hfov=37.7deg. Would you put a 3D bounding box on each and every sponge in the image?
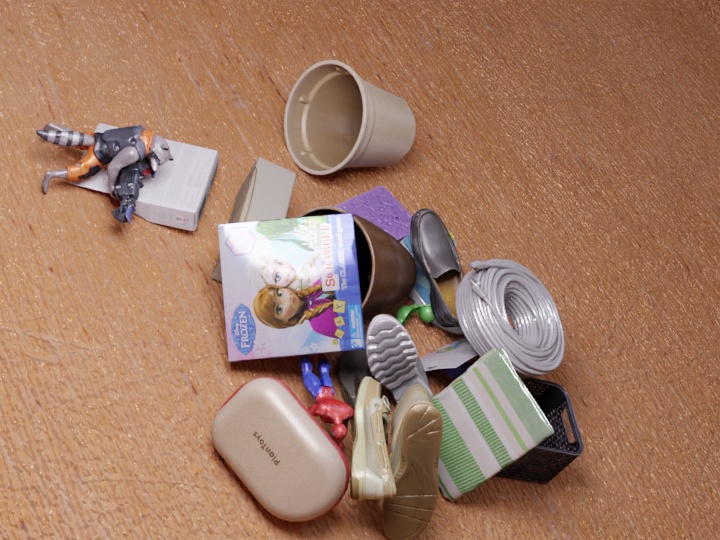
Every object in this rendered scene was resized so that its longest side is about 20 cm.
[{"bbox_3d":[0.011,-0.078,1.849,0.112,0.030,0.200,48,41,13],"label":"sponge"}]

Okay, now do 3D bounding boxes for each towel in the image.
[{"bbox_3d":[0.168,0.227,1.543,0.023,0.200,0.153,11,43,-56],"label":"towel"}]

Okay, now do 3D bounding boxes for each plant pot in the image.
[{"bbox_3d":[0.000,0.000,1.669,0.200,0.187,0.187,3,48,-55],"label":"plant pot"},{"bbox_3d":[-0.005,-0.264,1.909,0.183,0.200,0.201,2,50,-48],"label":"plant pot"}]

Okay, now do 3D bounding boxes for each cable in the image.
[{"bbox_3d":[0.237,0.077,1.665,0.200,0.069,0.201,-8,72,-50],"label":"cable"}]

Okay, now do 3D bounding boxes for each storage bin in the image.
[{"bbox_3d":[0.234,0.242,1.654,0.199,0.094,0.136,15,44,-26],"label":"storage bin"}]

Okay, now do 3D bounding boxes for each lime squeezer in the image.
[{"bbox_3d":[0.104,0.082,1.739,0.199,0.038,0.071,-12,40,-28],"label":"lime squeezer"}]

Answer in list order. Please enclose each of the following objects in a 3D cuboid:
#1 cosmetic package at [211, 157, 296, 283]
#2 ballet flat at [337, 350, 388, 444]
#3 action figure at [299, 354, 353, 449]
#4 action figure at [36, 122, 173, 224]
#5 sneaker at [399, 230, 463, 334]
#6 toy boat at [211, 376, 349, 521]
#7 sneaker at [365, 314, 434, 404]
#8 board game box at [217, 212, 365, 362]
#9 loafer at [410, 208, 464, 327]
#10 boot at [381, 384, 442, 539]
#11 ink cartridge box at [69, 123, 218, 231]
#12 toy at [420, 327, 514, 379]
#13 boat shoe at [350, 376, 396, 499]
[{"bbox_3d":[-0.165,-0.071,1.659,0.073,0.104,0.200,24,41,-14],"label":"cosmetic package"},{"bbox_3d":[0.004,0.196,1.578,0.067,0.046,0.200,-4,46,-11],"label":"ballet flat"},{"bbox_3d":[-0.063,0.194,1.519,0.065,0.099,0.200,9,25,-25],"label":"action figure"},{"bbox_3d":[-0.376,-0.163,1.567,0.193,0.105,0.200,-6,43,-8],"label":"action figure"},{"bbox_3d":[0.140,0.008,1.780,0.200,0.131,0.080,43,40,5],"label":"sneaker"},{"bbox_3d":[-0.096,0.239,1.419,0.200,0.131,0.131,49,12,14],"label":"toy boat"},{"bbox_3d":[0.052,0.137,1.593,0.074,0.200,0.082,-21,37,2],"label":"sneaker"},{"bbox_3d":[-0.100,0.025,1.524,0.199,0.041,0.201,-6,84,-4],"label":"board game box"},{"bbox_3d":[0.136,-0.005,1.699,0.073,0.072,0.201,-22,97,-15],"label":"loafer"},{"bbox_3d":[0.071,0.270,1.503,0.072,0.201,0.155,7,6,-2],"label":"boot"},{"bbox_3d":[-0.337,-0.149,1.669,0.199,0.057,0.163,10,43,0],"label":"ink cartridge box"},{"bbox_3d":[0.173,0.142,1.714,0.200,0.115,0.047,-27,102,-45],"label":"toy"},{"bbox_3d":[0.021,0.229,1.452,0.063,0.073,0.201,2,37,3],"label":"boat shoe"}]
